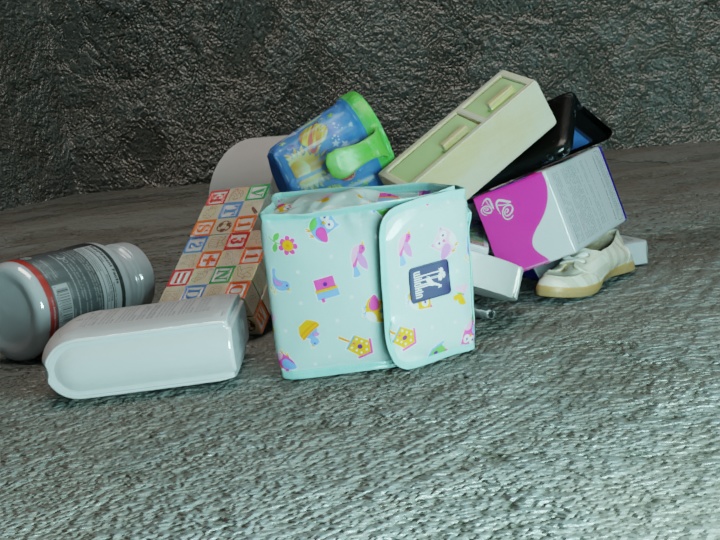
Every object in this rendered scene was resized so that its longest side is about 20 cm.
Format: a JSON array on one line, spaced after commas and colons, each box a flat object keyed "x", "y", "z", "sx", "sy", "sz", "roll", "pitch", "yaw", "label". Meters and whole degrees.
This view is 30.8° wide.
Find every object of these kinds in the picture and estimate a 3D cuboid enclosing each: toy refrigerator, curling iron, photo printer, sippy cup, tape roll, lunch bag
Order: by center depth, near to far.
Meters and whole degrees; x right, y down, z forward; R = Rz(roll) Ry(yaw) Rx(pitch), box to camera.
[{"x": 0.013, "y": 0.006, "z": 1.263, "sx": 0.197, "sy": 0.173, "sz": 0.122, "roll": -4, "pitch": 14, "yaw": 7, "label": "lunch bag"}, {"x": -0.217, "y": 0.076, "z": 1.319, "sx": 0.197, "sy": 0.070, "sz": 0.166, "roll": -7, "pitch": 9, "yaw": 0, "label": "photo printer"}, {"x": 0.077, "y": -0.008, "z": 1.412, "sx": 0.200, "sy": 0.038, "sz": 0.203, "roll": 14, "pitch": -3, "yaw": 1, "label": "tape roll"}, {"x": 0.101, "y": 0.032, "z": 1.501, "sx": 0.049, "sy": 0.026, "sz": 0.200, "roll": -13, "pitch": 11, "yaw": -20, "label": "curling iron"}, {"x": 0.123, "y": -0.144, "z": 1.515, "sx": 0.199, "sy": 0.070, "sz": 0.076, "roll": -39, "pitch": 31, "yaw": -10, "label": "toy refrigerator"}, {"x": -0.038, "y": -0.128, "z": 1.579, "sx": 0.129, "sy": 0.140, "sz": 0.178, "roll": -26, "pitch": -28, "yaw": -11, "label": "sippy cup"}, {"x": -0.109, "y": -0.100, "z": 1.951, "sx": 0.138, "sy": 0.206, "sz": 0.201, "roll": 3, "pitch": 13, "yaw": 44, "label": "tape roll"}]

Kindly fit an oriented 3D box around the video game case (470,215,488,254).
[{"x": 0.083, "y": -0.055, "z": 1.570, "sx": 0.141, "sy": 0.018, "sz": 0.200, "roll": 13, "pitch": 13, "yaw": 2, "label": "video game case"}]

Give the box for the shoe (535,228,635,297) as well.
[{"x": 0.262, "y": -0.007, "z": 1.538, "sx": 0.069, "sy": 0.054, "sz": 0.199, "roll": -1, "pitch": 11, "yaw": 35, "label": "shoe"}]

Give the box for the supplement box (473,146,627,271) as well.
[{"x": 0.229, "y": -0.072, "z": 1.555, "sx": 0.100, "sy": 0.104, "sz": 0.200, "roll": -20, "pitch": 4, "yaw": 30, "label": "supplement box"}]

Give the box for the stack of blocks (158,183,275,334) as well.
[{"x": -0.148, "y": -0.014, "z": 1.557, "sx": 0.114, "sy": 0.059, "sz": 0.201, "roll": -5, "pitch": 43, "yaw": 22, "label": "stack of blocks"}]

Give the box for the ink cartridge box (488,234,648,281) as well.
[{"x": 0.255, "y": -0.015, "z": 1.660, "sx": 0.197, "sy": 0.038, "sz": 0.095, "roll": -7, "pitch": 10, "yaw": -18, "label": "ink cartridge box"}]

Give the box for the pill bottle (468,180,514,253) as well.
[{"x": 0.137, "y": -0.054, "z": 1.752, "sx": 0.198, "sy": 0.113, "sz": 0.110, "roll": -13, "pitch": 11, "yaw": -38, "label": "pill bottle"}]

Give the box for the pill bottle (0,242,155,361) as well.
[{"x": -0.347, "y": 0.031, "z": 1.569, "sx": 0.115, "sy": 0.118, "sz": 0.199, "roll": -1, "pitch": 10, "yaw": 34, "label": "pill bottle"}]

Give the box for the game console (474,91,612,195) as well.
[{"x": 0.198, "y": -0.125, "z": 1.613, "sx": 0.198, "sy": 0.117, "sz": 0.177, "roll": -22, "pitch": 31, "yaw": 28, "label": "game console"}]
